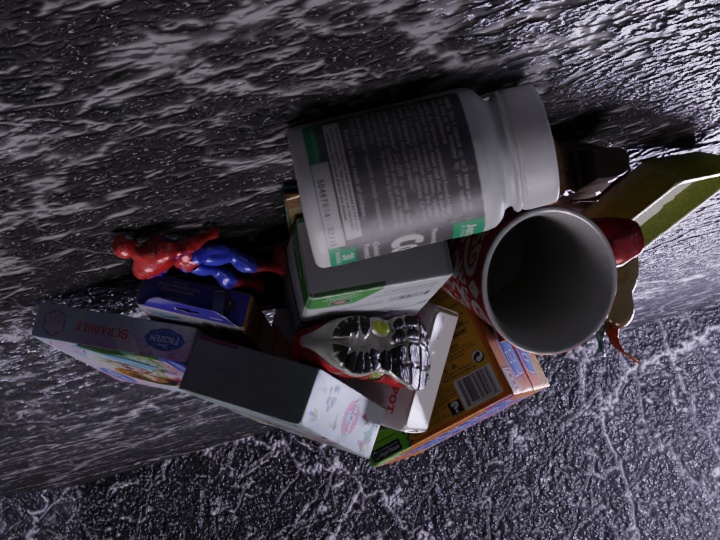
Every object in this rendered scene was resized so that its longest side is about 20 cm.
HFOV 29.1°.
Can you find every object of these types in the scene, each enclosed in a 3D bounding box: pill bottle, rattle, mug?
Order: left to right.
[{"bbox_3d":[0.048,-0.078,1.085,0.197,0.115,0.113,-13,170,-1],"label":"pill bottle"},{"bbox_3d":[0.165,-0.001,1.340,0.175,0.135,0.200,10,-174,-17],"label":"mug"},{"bbox_3d":[0.272,0.033,1.719,0.142,0.203,0.129,-22,167,40],"label":"rattle"}]

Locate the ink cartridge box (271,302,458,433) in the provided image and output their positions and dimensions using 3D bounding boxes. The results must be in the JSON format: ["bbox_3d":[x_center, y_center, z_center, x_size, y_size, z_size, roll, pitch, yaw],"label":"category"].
[{"bbox_3d":[-0.003,0.090,1.597,0.198,0.149,0.083,16,179,25],"label":"ink cartridge box"}]

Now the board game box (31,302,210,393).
[{"bbox_3d":[-0.229,0.095,1.538,0.197,0.042,0.200,8,164,23],"label":"board game box"}]

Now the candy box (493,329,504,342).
[{"bbox_3d":[0.191,0.019,1.701,0.055,0.117,0.200,-22,175,16],"label":"candy box"}]

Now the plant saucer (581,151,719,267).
[{"bbox_3d":[0.303,-0.066,1.516,0.199,0.048,0.199,-42,164,34],"label":"plant saucer"}]

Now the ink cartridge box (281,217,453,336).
[{"bbox_3d":[0.000,0.000,1.402,0.144,0.084,0.200,-10,168,-11],"label":"ink cartridge box"}]

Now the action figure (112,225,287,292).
[{"bbox_3d":[-0.160,-0.014,1.345,0.065,0.052,0.199,-27,159,36],"label":"action figure"}]

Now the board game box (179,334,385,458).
[{"bbox_3d":[-0.078,0.135,1.466,0.146,0.065,0.200,15,169,24],"label":"board game box"}]

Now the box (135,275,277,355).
[{"bbox_3d":[-0.161,0.050,1.470,0.117,0.042,0.200,12,163,9],"label":"box"}]

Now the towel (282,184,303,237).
[{"bbox_3d":[-0.003,-0.067,1.348,0.145,0.022,0.200,-13,168,-2],"label":"towel"}]

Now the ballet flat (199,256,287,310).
[{"bbox_3d":[-0.085,0.013,1.557,0.197,0.069,0.067,-5,176,13],"label":"ballet flat"}]

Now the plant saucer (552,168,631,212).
[{"bbox_3d":[0.206,-0.075,1.539,0.197,0.033,0.200,-13,169,-3],"label":"plant saucer"}]

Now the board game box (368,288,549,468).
[{"bbox_3d":[0.086,0.102,1.720,0.198,0.202,0.199,-29,169,18],"label":"board game box"}]

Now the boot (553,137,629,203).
[{"bbox_3d":[0.151,-0.092,1.299,0.197,0.071,0.146,3,176,-20],"label":"boot"}]

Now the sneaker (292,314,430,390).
[{"bbox_3d":[0.003,0.081,1.443,0.084,0.078,0.199,-5,165,36],"label":"sneaker"}]
